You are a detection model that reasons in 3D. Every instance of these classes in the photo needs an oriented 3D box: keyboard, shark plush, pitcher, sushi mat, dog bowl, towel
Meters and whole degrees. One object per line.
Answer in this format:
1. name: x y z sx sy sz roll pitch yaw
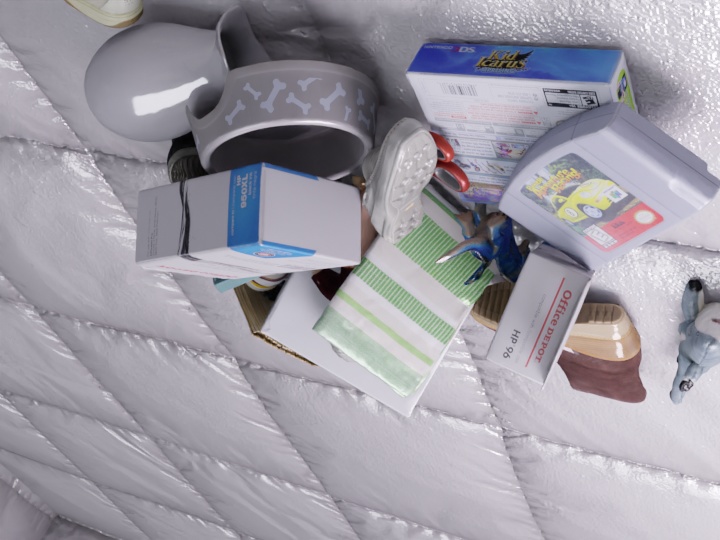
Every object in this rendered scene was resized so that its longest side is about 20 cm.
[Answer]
1. keyboard: -0.090 0.037 1.504 0.126 0.021 0.200 30 -176 0
2. shark plush: 0.349 0.088 1.212 0.090 0.084 0.200 28 153 1
3. pitcher: -0.176 -0.189 1.210 0.198 0.123 0.172 -6 145 30
4. sushi mat: -0.110 0.060 1.433 0.095 0.012 0.200 29 -170 -23
5. dog bowl: -0.075 -0.139 1.146 0.197 0.059 0.200 -6 164 -2
6. towel: 0.057 0.022 1.249 0.152 0.201 0.023 38 174 -26

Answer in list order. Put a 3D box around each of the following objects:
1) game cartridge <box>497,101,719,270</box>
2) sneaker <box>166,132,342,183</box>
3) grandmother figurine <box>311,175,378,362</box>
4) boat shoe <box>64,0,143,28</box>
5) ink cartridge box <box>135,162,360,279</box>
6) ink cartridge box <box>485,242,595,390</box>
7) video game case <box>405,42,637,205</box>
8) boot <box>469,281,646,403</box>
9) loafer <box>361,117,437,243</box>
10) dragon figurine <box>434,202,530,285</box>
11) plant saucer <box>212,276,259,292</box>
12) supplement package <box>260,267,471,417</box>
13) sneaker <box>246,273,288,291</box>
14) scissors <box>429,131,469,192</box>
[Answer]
1. game cartridge: 0.209 -0.073 1.027 0.133 0.041 0.200 36 152 -7
2. sneaker: -0.120 -0.135 1.304 0.197 0.107 0.075 7 127 -15
3. grandmother figurine: 0.000 0.000 1.258 0.120 0.203 0.061 9 -177 6
4. boat shoe: -0.307 -0.319 1.160 0.198 0.074 0.067 24 140 5
5. ink cartridge box: -0.118 -0.045 1.184 0.198 0.085 0.144 -7 168 42
6. ink cartridge box: 0.183 0.041 1.150 0.067 0.117 0.200 23 -171 10
7. video game case: 0.161 -0.128 1.063 0.198 0.046 0.182 10 147 32
8. boot: 0.232 0.093 1.341 0.198 0.073 0.167 8 145 27
9. loafer: 0.029 -0.093 1.122 0.070 0.070 0.200 48 160 15
10. dragon figurine: 0.134 -0.017 1.172 0.058 0.200 0.101 -2 112 21
11. plant saucer: -0.100 -0.036 1.279 0.199 0.071 0.019 -22 162 37
12. supplement package: 0.008 0.045 1.348 0.199 0.157 0.111 30 -174 -5
13. sneaker: -0.148 -0.072 1.373 0.201 0.075 0.090 52 156 0
14. scissors: 0.050 -0.117 1.173 0.073 0.014 0.200 51 167 -24
